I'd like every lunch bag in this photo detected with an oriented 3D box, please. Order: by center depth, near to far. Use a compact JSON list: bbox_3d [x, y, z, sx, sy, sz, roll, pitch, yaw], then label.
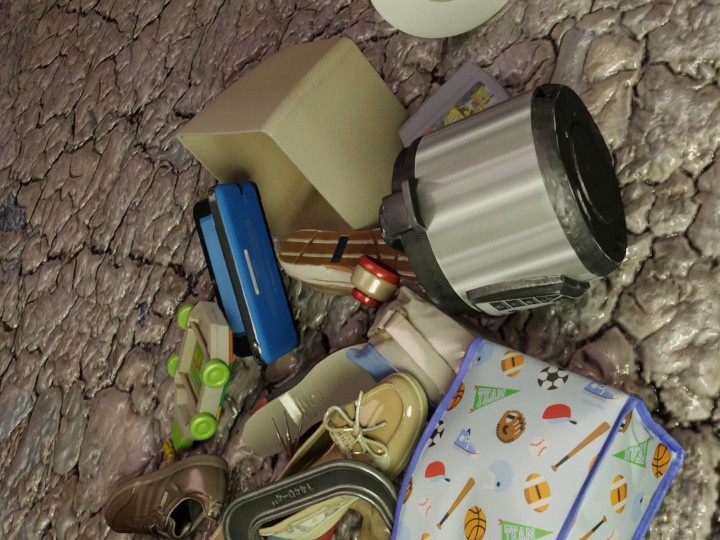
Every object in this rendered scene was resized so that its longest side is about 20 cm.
[{"bbox_3d":[0.125,0.180,0.757,0.169,0.124,0.201,16,70,50],"label":"lunch bag"}]

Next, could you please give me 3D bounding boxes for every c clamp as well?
[{"bbox_3d":[-0.033,0.248,0.846,0.199,0.172,0.027,-30,10,24],"label":"c clamp"}]

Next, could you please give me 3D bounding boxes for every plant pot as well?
[{"bbox_3d":[-0.059,-0.162,1.164,0.199,0.200,0.178,8,59,51],"label":"plant pot"}]

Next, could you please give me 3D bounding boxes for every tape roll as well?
[{"bbox_3d":[0.095,-0.363,1.109,0.202,0.202,0.037,-42,39,20],"label":"tape roll"}]

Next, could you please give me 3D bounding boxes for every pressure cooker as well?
[{"bbox_3d":[0.120,-0.054,0.873,0.198,0.177,0.180,-18,31,28],"label":"pressure cooker"}]

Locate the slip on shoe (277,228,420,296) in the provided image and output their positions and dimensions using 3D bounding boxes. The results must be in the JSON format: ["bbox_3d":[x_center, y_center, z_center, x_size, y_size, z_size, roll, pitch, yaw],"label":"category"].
[{"bbox_3d":[0.000,0.000,1.083,0.198,0.061,0.077,4,54,30],"label":"slip on shoe"}]

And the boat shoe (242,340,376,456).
[{"bbox_3d":[-0.034,0.128,1.022,0.199,0.072,0.063,-32,0,15],"label":"boat shoe"}]

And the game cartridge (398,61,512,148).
[{"bbox_3d":[0.118,-0.140,1.064,0.133,0.041,0.201,-40,40,17],"label":"game cartridge"}]

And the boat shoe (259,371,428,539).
[{"bbox_3d":[-0.018,0.168,0.855,0.201,0.062,0.073,-52,56,19],"label":"boat shoe"}]

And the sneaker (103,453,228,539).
[{"bbox_3d":[-0.233,0.280,1.137,0.199,0.070,0.076,-33,44,30],"label":"sneaker"}]

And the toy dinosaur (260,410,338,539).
[{"bbox_3d":[-0.030,0.233,0.966,0.180,0.105,0.202,-27,79,21],"label":"toy dinosaur"}]

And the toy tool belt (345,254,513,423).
[{"bbox_3d":[0.043,0.084,0.911,0.199,0.124,0.124,35,99,34],"label":"toy tool belt"}]

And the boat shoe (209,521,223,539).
[{"bbox_3d":[-0.167,0.339,1.021,0.074,0.066,0.202,14,76,52],"label":"boat shoe"}]

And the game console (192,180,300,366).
[{"bbox_3d":[-0.154,0.010,1.128,0.117,0.171,0.203,-16,92,16],"label":"game console"}]

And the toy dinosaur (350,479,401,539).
[{"bbox_3d":[0.040,0.243,0.874,0.101,0.058,0.201,-50,57,18],"label":"toy dinosaur"}]

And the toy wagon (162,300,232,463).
[{"bbox_3d":[-0.202,0.141,1.192,0.155,0.039,0.203,-130,52,-58],"label":"toy wagon"}]
